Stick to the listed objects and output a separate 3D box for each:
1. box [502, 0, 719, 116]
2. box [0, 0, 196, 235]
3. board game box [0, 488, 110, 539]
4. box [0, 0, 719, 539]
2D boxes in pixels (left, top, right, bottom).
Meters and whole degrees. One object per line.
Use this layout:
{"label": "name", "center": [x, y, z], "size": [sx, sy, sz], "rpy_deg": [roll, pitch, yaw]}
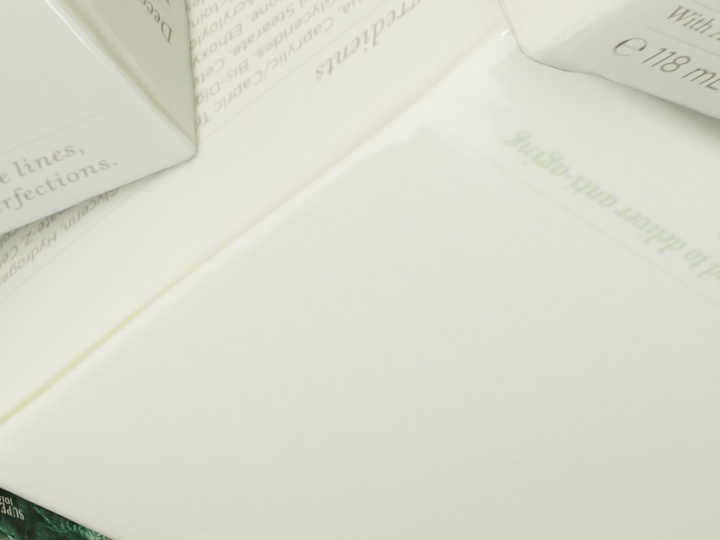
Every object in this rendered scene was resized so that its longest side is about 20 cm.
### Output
{"label": "box", "center": [0.115, -0.140, 0.673], "size": [0.131, 0.200, 0.199], "rpy_deg": [-34, 150, 31]}
{"label": "box", "center": [-0.172, -0.092, 0.675], "size": [0.199, 0.131, 0.200], "rpy_deg": [-21, 139, 17]}
{"label": "board game box", "center": [-0.185, 0.119, 0.997], "size": [0.200, 0.028, 0.135], "rpy_deg": [-24, 153, 23]}
{"label": "box", "center": [0.020, -0.024, 0.776], "size": [0.200, 0.171, 0.199], "rpy_deg": [-36, 132, 28]}
